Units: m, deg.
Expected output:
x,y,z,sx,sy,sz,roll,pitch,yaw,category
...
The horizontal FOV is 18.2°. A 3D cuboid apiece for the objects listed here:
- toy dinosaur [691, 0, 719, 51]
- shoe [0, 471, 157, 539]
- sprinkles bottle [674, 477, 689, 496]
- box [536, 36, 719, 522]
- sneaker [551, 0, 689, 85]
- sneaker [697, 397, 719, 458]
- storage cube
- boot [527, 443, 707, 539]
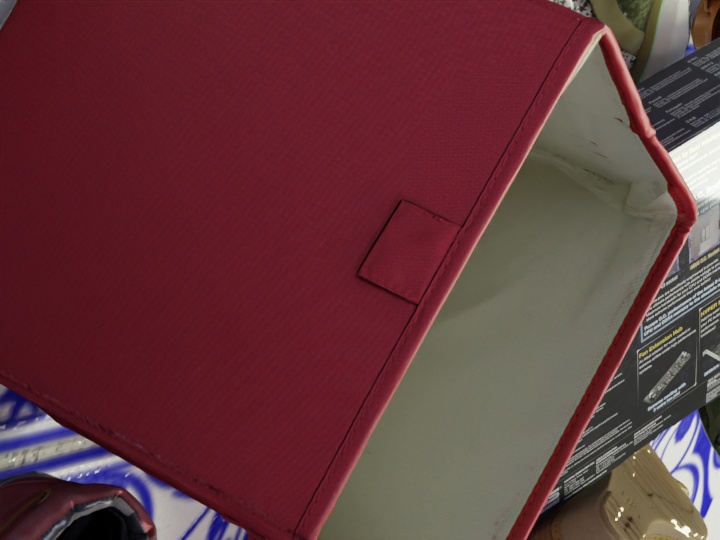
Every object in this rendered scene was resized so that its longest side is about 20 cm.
x,y,z,sx,sy,sz,roll,pitch,yaw,category
0.220,-0.123,1.183,0.136,0.102,0.200,-23,136,-44,toy dinosaur
-0.141,0.154,0.748,0.200,0.071,0.091,-58,-161,-19,shoe
0.127,0.206,1.365,0.200,0.068,0.068,-64,155,2,sprinkles bottle
0.116,0.004,0.987,0.200,0.050,0.158,-31,133,-27,box
0.097,-0.140,0.952,0.089,0.077,0.200,-31,140,-29,sneaker
0.191,0.040,1.191,0.077,0.200,0.089,-34,160,15,sneaker
-0.021,-0.005,0.730,0.200,0.180,0.171,-60,155,-7,storage cube
0.074,0.153,1.068,0.166,0.072,0.200,-39,171,17,boot
